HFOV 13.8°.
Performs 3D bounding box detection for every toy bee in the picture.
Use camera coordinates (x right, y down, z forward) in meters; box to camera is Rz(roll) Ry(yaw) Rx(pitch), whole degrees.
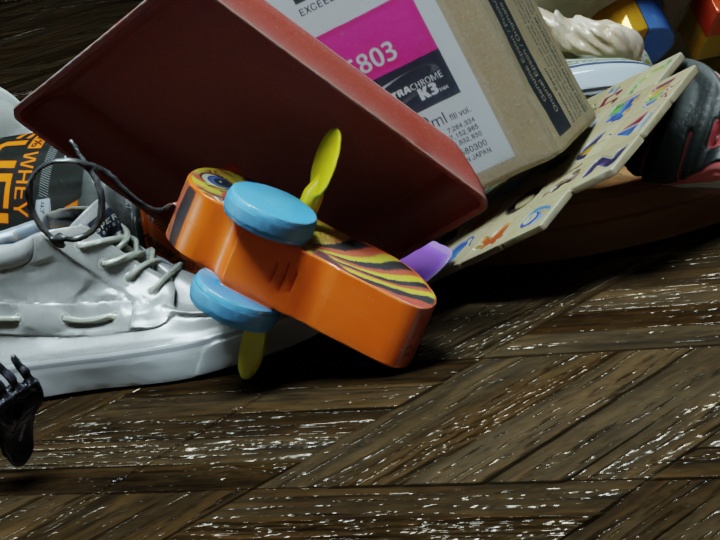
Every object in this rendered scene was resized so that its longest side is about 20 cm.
[{"bbox_3d":[-0.051,-0.024,1.502,0.131,0.200,0.109,-45,6,18],"label":"toy bee"}]

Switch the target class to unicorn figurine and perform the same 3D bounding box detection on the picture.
[{"bbox_3d":[0.158,-0.102,1.848,0.137,0.074,0.200,-1,-13,16],"label":"unicorn figurine"}]

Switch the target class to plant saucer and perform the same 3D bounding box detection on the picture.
[{"bbox_3d":[0.138,-0.043,1.739,0.200,0.032,0.200,-11,11,2],"label":"plant saucer"},{"bbox_3d":[-0.055,-0.071,1.554,0.200,0.199,0.037,-31,28,53],"label":"plant saucer"}]

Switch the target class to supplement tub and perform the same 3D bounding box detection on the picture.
[{"bbox_3d":[-0.175,-0.020,1.713,0.200,0.123,0.123,-8,11,23],"label":"supplement tub"}]

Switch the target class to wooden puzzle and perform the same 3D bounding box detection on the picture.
[{"bbox_3d":[0.193,-0.139,1.942,0.200,0.046,0.185,-9,-28,-19],"label":"wooden puzzle"}]

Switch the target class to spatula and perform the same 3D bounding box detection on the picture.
[{"bbox_3d":[0.000,0.000,1.672,0.057,0.021,0.200,-42,11,-10],"label":"spatula"}]

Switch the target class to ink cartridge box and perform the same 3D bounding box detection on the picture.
[{"bbox_3d":[0.002,-0.106,1.642,0.200,0.165,0.075,-25,9,28],"label":"ink cartridge box"}]

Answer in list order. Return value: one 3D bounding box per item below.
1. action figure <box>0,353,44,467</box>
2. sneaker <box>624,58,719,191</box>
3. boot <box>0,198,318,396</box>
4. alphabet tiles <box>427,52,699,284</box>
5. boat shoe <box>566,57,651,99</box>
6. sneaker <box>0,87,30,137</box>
[{"bbox_3d":[-0.241,0.059,1.434,0.200,0.102,0.119,2,28,47],"label":"action figure"},{"bbox_3d":[0.222,-0.061,1.633,0.087,0.074,0.200,29,-9,-41],"label":"sneaker"},{"bbox_3d":[-0.124,0.008,1.576,0.200,0.096,0.074,-10,11,9],"label":"boot"},{"bbox_3d":[0.096,-0.051,1.636,0.200,0.006,0.166,-26,18,48],"label":"alphabet tiles"},{"bbox_3d":[0.080,-0.098,1.765,0.200,0.062,0.072,-13,-34,4],"label":"boat shoe"},{"bbox_3d":[-0.187,-0.054,1.840,0.087,0.075,0.200,7,-22,27],"label":"sneaker"}]
